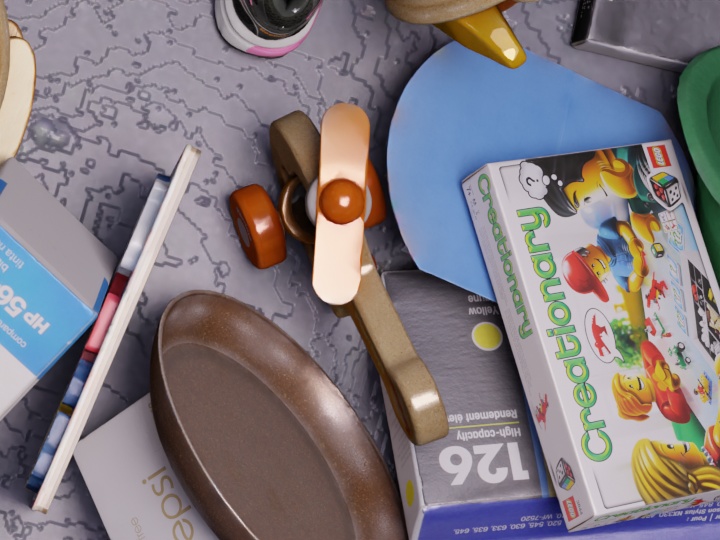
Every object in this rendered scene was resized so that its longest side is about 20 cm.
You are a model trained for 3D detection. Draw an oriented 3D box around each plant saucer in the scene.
[{"bbox_3d":[-0.048,0.102,1.542,0.032,0.200,0.200,-37,98,21],"label":"plant saucer"}]

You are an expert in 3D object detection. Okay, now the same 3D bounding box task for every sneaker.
[{"bbox_3d":[-0.024,-0.219,1.594,0.080,0.086,0.201,8,85,-15],"label":"sneaker"}]

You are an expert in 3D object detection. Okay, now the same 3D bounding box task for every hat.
[{"bbox_3d":[0.216,0.001,1.652,0.165,0.176,0.201,4,51,-31],"label":"hat"}]

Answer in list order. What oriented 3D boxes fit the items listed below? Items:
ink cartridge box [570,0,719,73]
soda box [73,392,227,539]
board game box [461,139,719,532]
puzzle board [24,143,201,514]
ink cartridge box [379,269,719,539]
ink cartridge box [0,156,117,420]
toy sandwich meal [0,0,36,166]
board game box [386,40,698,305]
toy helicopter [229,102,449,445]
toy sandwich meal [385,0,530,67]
[{"bbox_3d":[0.226,-0.156,1.680,0.199,0.037,0.095,12,85,-15],"label":"ink cartridge box"},{"bbox_3d":[-0.076,0.164,1.528,0.068,0.064,0.201,-34,66,17],"label":"soda box"},{"bbox_3d":[0.140,0.032,1.567,0.126,0.035,0.201,-9,75,-31],"label":"board game box"},{"bbox_3d":[-0.135,0.033,1.526,0.017,0.151,0.201,24,83,-6],"label":"puzzle board"},{"bbox_3d":[0.116,0.090,1.603,0.196,0.047,0.201,-3,62,-15],"label":"ink cartridge box"},{"bbox_3d":[-0.224,0.051,1.480,0.084,0.146,0.200,44,97,-9],"label":"ink cartridge box"},{"bbox_3d":[-0.271,-0.115,1.545,0.204,0.070,0.207,0,91,-3],"label":"toy sandwich meal"},{"bbox_3d":[0.097,-0.039,1.619,0.199,0.039,0.159,23,61,-18],"label":"board game box"},{"bbox_3d":[0.000,0.000,1.542,0.079,0.132,0.201,-21,66,-13],"label":"toy helicopter"},{"bbox_3d":[0.098,-0.183,1.562,0.205,0.205,0.070,-43,115,-11],"label":"toy sandwich meal"}]
